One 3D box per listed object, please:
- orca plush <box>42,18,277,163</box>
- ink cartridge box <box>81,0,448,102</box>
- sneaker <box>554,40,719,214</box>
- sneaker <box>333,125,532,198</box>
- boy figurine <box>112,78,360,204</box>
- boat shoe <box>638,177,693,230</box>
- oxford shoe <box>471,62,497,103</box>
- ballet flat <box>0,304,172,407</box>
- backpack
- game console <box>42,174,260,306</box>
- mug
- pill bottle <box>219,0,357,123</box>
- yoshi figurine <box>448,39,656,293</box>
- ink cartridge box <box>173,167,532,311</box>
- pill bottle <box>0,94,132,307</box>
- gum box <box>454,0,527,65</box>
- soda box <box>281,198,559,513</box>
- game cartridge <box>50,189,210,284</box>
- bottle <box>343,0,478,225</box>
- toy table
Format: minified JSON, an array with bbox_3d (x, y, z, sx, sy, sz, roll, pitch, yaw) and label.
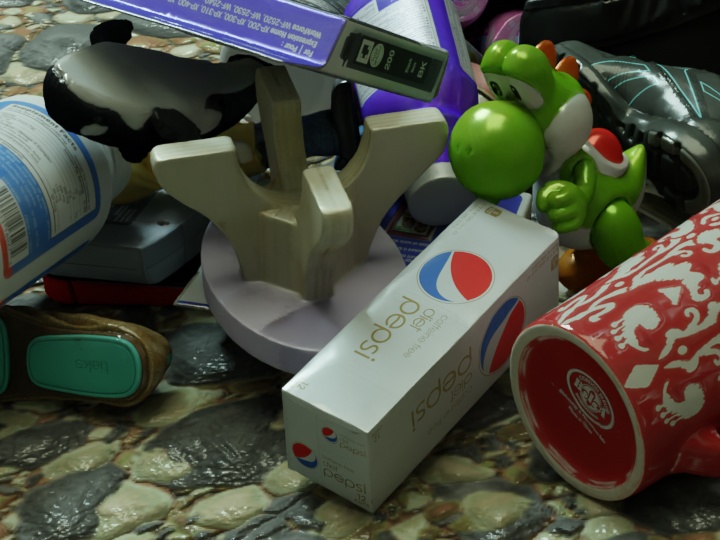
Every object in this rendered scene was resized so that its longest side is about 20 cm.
[{"bbox_3d":[-0.137,-0.107,1.317,0.105,0.071,0.200,44,33,9],"label":"orca plush"},{"bbox_3d":[-0.072,-0.160,1.293,0.197,0.044,0.200,20,7,27],"label":"ink cartridge box"},{"bbox_3d":[0.200,-0.103,1.359,0.079,0.076,0.200,-27,42,-18],"label":"sneaker"},{"bbox_3d":[0.058,-0.071,1.460,0.198,0.084,0.070,-3,-5,39],"label":"sneaker"},{"bbox_3d":[-0.098,-0.089,1.401,0.198,0.065,0.124,-7,14,5],"label":"boy figurine"},{"bbox_3d":[0.244,-0.020,1.335,0.069,0.071,0.200,-34,36,-9],"label":"boat shoe"},{"bbox_3d":[0.054,-0.123,1.580,0.075,0.070,0.200,-50,21,-8],"label":"oxford shoe"},{"bbox_3d":[-0.208,0.049,1.299,0.198,0.069,0.072,3,7,21],"label":"ballet flat"},{"bbox_3d":[0.209,-0.157,1.480,0.188,0.202,0.154,-2,13,5],"label":"backpack"},{"bbox_3d":[-0.127,-0.030,1.469,0.175,0.031,0.200,-1,27,12],"label":"game console"},{"bbox_3d":[0.205,0.043,1.137,0.199,0.135,0.177,-27,30,-30],"label":"mug"},{"bbox_3d":[-0.030,-0.197,1.691,0.115,0.117,0.200,4,28,21],"label":"pill bottle"},{"bbox_3d":[0.114,-0.049,1.276,0.112,0.201,0.113,-16,38,24],"label":"yoshi figurine"},{"bbox_3d":[0.000,0.000,1.345,0.196,0.047,0.200,8,35,13],"label":"ink cartridge box"},{"bbox_3d":[-0.227,-0.046,1.290,0.111,0.113,0.200,5,22,22],"label":"pill bottle"},{"bbox_3d":[0.060,-0.214,1.582,0.066,0.200,0.113,-52,17,-12],"label":"gum box"},{"bbox_3d":[0.039,0.046,1.183,0.063,0.069,0.200,24,49,27],"label":"soda box"},{"bbox_3d":[-0.162,-0.049,1.447,0.132,0.041,0.200,2,27,17],"label":"game cartridge"},{"bbox_3d":[0.040,-0.120,1.399,0.083,0.065,0.201,-31,46,20],"label":"bottle"},{"bbox_3d":[-0.037,-0.036,1.253,0.182,0.118,0.200,-15,35,-22],"label":"toy table"}]
